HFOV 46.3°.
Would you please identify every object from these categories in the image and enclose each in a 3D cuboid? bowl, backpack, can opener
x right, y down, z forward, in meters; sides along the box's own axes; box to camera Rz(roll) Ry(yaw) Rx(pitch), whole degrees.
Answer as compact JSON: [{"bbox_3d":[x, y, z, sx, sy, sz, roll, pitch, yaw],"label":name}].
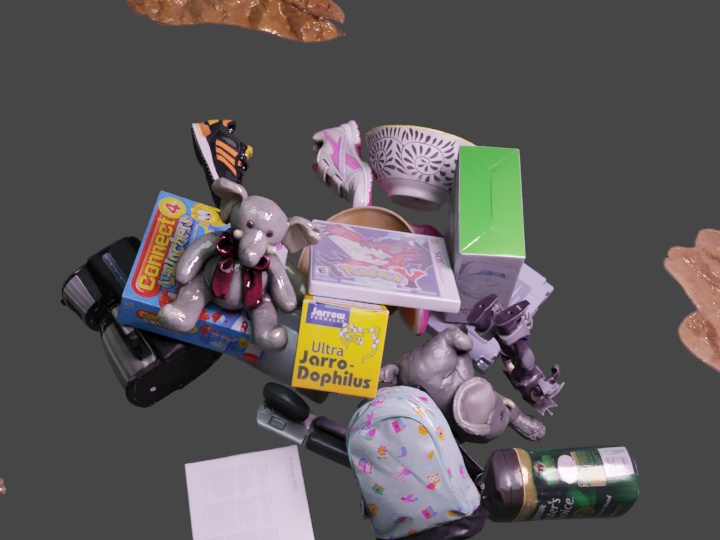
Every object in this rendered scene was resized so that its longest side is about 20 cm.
[{"bbox_3d":[0.096,-0.153,1.356,0.198,0.201,0.095,11,81,0],"label":"bowl"},{"bbox_3d":[0.062,0.245,1.050,0.165,0.127,0.202,-20,95,6],"label":"backpack"},{"bbox_3d":[-0.052,0.222,1.148,0.198,0.067,0.053,26,56,4],"label":"can opener"}]

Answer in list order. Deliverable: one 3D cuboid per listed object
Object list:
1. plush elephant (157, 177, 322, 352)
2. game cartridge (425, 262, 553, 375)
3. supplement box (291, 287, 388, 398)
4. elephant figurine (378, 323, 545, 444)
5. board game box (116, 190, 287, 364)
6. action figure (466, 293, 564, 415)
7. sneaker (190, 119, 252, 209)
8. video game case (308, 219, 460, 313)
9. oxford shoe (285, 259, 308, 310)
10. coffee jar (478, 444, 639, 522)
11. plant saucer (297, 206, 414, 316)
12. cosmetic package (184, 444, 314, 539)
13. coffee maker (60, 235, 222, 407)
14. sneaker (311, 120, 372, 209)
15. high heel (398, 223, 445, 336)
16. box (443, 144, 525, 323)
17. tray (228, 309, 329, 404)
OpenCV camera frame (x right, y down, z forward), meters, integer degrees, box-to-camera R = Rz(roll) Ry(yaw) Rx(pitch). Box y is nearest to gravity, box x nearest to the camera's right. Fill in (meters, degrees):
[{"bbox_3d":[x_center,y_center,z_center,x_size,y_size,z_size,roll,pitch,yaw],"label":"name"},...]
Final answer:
[{"bbox_3d":[-0.139,-0.021,1.046,0.163,0.155,0.201,19,46,-11],"label":"plush elephant"},{"bbox_3d":[0.194,0.054,1.305,0.133,0.041,0.200,40,61,13],"label":"game cartridge"},{"bbox_3d":[-0.029,0.090,1.113,0.108,0.200,0.111,8,93,-2],"label":"supplement box"},{"bbox_3d":[0.144,0.185,1.166,0.154,0.141,0.201,-32,81,6],"label":"elephant figurine"},{"bbox_3d":[-0.206,0.006,1.141,0.194,0.056,0.201,18,46,-12],"label":"board game box"},{"bbox_3d":[0.227,0.122,1.181,0.069,0.201,0.130,-41,36,-12],"label":"action figure"},{"bbox_3d":[-0.212,-0.174,1.374,0.089,0.070,0.201,-18,59,-15],"label":"sneaker"},{"bbox_3d":[0.028,-0.009,1.150,0.198,0.023,0.183,7,29,-7],"label":"video game case"},{"bbox_3d":[-0.154,-0.009,1.266,0.199,0.074,0.071,31,73,16],"label":"oxford shoe"},{"bbox_3d":[0.259,0.285,1.123,0.197,0.105,0.086,0,54,-7],"label":"coffee jar"},{"bbox_3d":[0.000,0.000,1.277,0.198,0.035,0.202,-8,65,18],"label":"plant saucer"},{"bbox_3d":[-0.136,0.335,1.067,0.149,0.052,0.202,-8,58,-10],"label":"cosmetic package"},{"bbox_3d":[-0.291,0.061,1.188,0.191,0.135,0.200,-22,62,-38],"label":"coffee maker"},{"bbox_3d":[-0.032,-0.158,1.391,0.087,0.082,0.201,-10,53,-9],"label":"sneaker"},{"bbox_3d":[0.104,0.015,1.307,0.095,0.067,0.202,13,49,-27],"label":"high heel"},{"bbox_3d":[0.176,-0.050,1.243,0.095,0.177,0.202,4,54,1],"label":"box"},{"bbox_3d":[-0.117,0.111,1.232,0.199,0.022,0.108,28,57,10],"label":"tray"}]
